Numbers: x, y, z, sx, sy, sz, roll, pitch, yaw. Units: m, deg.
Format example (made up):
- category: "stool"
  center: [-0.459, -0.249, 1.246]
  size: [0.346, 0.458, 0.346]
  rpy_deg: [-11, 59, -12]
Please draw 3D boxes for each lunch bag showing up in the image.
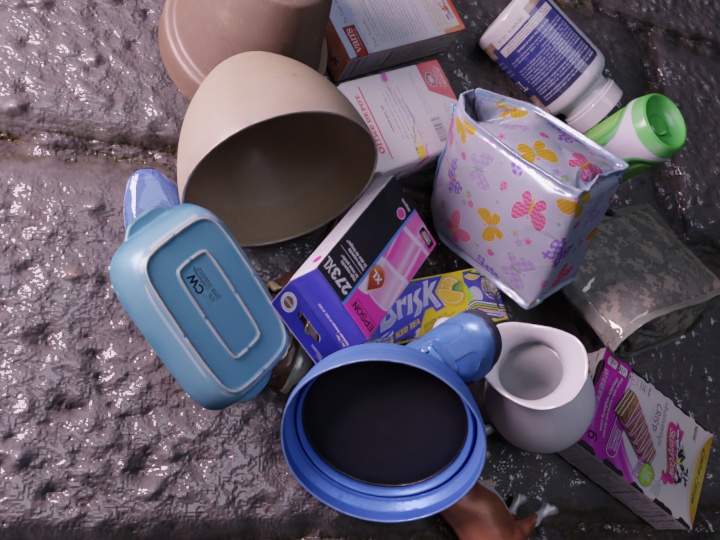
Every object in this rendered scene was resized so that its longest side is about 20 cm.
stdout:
- category: "lunch bag"
  center: [0.330, 0.018, 0.870]
  size: [0.197, 0.118, 0.165]
  rpy_deg: [-11, 53, -30]
- category: "lunch bag"
  center: [0.173, -0.092, 0.779]
  size: [0.126, 0.171, 0.199]
  rpy_deg: [-27, 54, -36]

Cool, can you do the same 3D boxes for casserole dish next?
- category: "casserole dish"
  center: [-0.134, 0.032, 0.616]
  size: [0.121, 0.038, 0.202]
  rpy_deg: [-44, 112, -36]

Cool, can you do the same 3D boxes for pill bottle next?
- category: "pill bottle"
  center: [0.270, -0.292, 0.966]
  size: [0.200, 0.111, 0.111]
  rpy_deg: [43, 61, -7]

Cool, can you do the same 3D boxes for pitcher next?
- category: "pitcher"
  center: [0.170, 0.117, 0.753]
  size: [0.170, 0.200, 0.122]
  rpy_deg: [24, 76, 29]

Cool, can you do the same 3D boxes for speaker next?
- category: "speaker"
  center: [0.314, -0.146, 0.886]
  size: [0.087, 0.200, 0.090]
  rpy_deg: [9, 69, -25]

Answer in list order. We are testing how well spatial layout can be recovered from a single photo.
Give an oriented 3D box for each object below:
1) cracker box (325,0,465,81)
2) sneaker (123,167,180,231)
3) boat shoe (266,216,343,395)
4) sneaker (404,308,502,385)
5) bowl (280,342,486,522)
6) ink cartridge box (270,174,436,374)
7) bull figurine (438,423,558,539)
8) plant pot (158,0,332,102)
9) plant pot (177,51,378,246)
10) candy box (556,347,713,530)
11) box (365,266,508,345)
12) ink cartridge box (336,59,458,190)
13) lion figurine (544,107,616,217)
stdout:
- category: "cracker box"
  center: [0.024, -0.338, 0.893]
  size: [0.198, 0.058, 0.136]
  rpy_deg: [-24, 84, -31]
- category: "sneaker"
  center: [-0.182, -0.009, 0.661]
  size: [0.077, 0.089, 0.203]
  rpy_deg: [-17, 80, -14]
- category: "boat shoe"
  center: [-0.063, 0.024, 0.726]
  size: [0.074, 0.075, 0.205]
  rpy_deg: [23, 65, -11]
- category: "sneaker"
  center: [0.062, 0.101, 0.686]
  size: [0.078, 0.200, 0.067]
  rpy_deg: [-21, 79, -36]
- category: "bowl"
  center: [0.022, 0.158, 0.665]
  size: [0.199, 0.201, 0.040]
  rpy_deg: [34, 26, -11]
- category: "ink cartridge box"
  center: [0.000, 0.000, 0.696]
  size: [0.095, 0.037, 0.201]
  rpy_deg: [54, 54, -22]
- category: "bull figurine"
  center: [0.143, 0.271, 0.750]
  size: [0.121, 0.065, 0.201]
  rpy_deg: [-38, 94, -34]
- category: "plant pot"
  center: [-0.108, -0.282, 0.745]
  size: [0.197, 0.174, 0.204]
  rpy_deg: [8, 72, -24]
- category: "plant pot"
  center: [-0.097, -0.137, 0.690]
  size: [0.197, 0.201, 0.136]
  rpy_deg: [-9, 61, -28]
- category: "candy box"
  center: [0.344, 0.214, 0.867]
  size: [0.199, 0.061, 0.137]
  rpy_deg: [37, 61, -11]
- category: "box"
  center: [0.067, 0.047, 0.785]
  size: [0.197, 0.064, 0.071]
  rpy_deg: [-10, 78, -27]
- category: "ink cartridge box"
  center: [0.031, -0.172, 0.837]
  size: [0.198, 0.067, 0.118]
  rpy_deg: [-22, 84, -31]
- category: "lion figurine"
  center: [0.219, -0.116, 0.861]
  size: [0.072, 0.122, 0.202]
  rpy_deg: [13, 45, -57]
